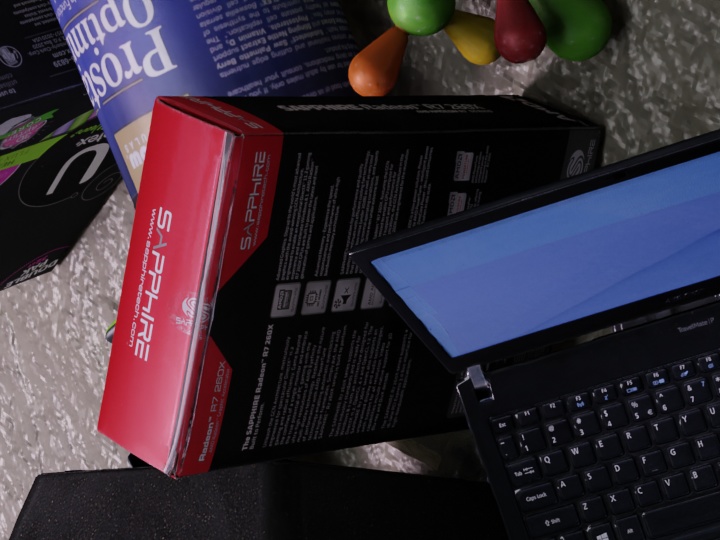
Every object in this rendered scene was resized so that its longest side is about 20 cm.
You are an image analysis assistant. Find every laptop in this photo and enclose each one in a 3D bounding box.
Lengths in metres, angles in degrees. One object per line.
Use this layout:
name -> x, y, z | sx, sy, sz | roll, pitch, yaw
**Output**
laptop -> 0.116, 0.048, 0.766 | 0.177, 0.103, 0.201 | -17, 101, 13

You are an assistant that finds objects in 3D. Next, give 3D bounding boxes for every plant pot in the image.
plant pot -> -0.039, 0.167, 0.903 | 0.200, 0.199, 0.178 | -8, 77, 39

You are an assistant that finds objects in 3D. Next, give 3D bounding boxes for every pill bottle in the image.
pill bottle -> -0.055, -0.079, 0.960 | 0.112, 0.112, 0.201 | -25, 86, 48

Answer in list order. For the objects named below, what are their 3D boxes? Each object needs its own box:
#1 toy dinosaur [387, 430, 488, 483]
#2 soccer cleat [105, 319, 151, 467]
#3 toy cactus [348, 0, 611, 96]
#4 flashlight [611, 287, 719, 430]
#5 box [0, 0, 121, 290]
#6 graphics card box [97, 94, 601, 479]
toy dinosaur -> 0.050, 0.094, 0.970 | 0.200, 0.047, 0.088 | 6, 95, 46
soccer cleat -> -0.058, 0.102, 1.057 | 0.067, 0.081, 0.201 | -21, 90, 48
toy cactus -> 0.006, -0.147, 0.852 | 0.200, 0.102, 0.165 | 49, 174, 8
flashlight -> 0.141, 0.090, 0.863 | 0.068, 0.068, 0.201 | -4, 107, 36
box -> -0.190, -0.077, 1.073 | 0.124, 0.148, 0.200 | 56, 136, 12
graphics card box -> 0.000, 0.000, 0.855 | 0.051, 0.200, 0.126 | 24, 110, 41
